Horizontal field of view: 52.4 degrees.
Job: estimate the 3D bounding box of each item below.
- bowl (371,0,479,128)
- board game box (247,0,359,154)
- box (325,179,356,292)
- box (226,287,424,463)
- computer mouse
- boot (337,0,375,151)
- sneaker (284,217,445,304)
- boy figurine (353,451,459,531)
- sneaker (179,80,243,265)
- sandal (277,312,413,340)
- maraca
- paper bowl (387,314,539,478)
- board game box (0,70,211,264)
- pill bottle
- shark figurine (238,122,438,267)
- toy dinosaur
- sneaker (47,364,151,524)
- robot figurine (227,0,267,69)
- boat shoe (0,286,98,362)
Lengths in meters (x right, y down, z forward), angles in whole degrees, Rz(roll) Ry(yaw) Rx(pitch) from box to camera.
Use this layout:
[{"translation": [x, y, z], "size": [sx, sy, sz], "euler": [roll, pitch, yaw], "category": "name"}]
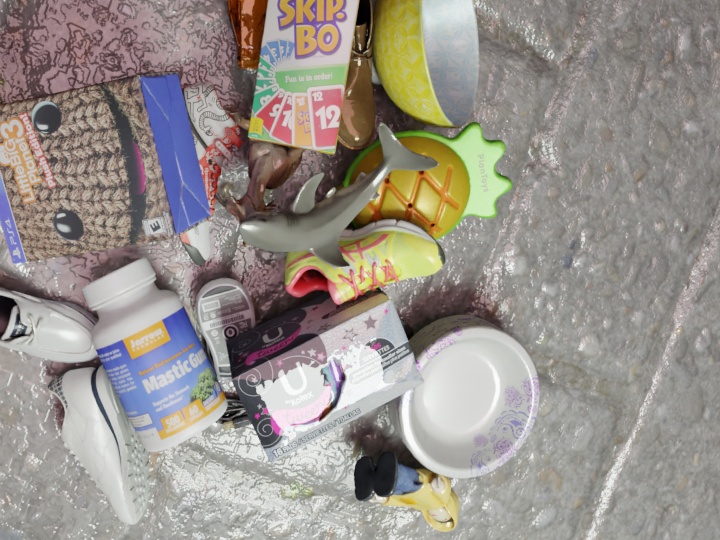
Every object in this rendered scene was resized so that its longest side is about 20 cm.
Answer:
[{"translation": [0.062, -0.269, 0.866], "size": [0.105, 0.199, 0.206], "euler": [1, 104, 27], "category": "bowl"}, {"translation": [-0.056, -0.232, 0.760], "size": [0.093, 0.030, 0.206], "euler": [9, 93, -5], "category": "board game box"}, {"translation": [-0.005, -0.074, 0.925], "size": [0.075, 0.050, 0.201], "euler": [42, 86, -19], "category": "box"}, {"translation": [-0.046, 0.106, 0.856], "size": [0.197, 0.132, 0.117], "euler": [-26, 107, -7], "category": "box"}, {"translation": [-0.154, 0.100, 0.920], "size": [0.107, 0.044, 0.205], "euler": [-13, 109, -9], "category": "computer mouse"}, {"translation": [-0.014, -0.236, 0.812], "size": [0.072, 0.075, 0.205], "euler": [-14, 100, -26], "category": "boot"}, {"translation": [0.000, 0.000, 0.823], "size": [0.079, 0.195, 0.092], "euler": [60, 37, -46], "category": "sneaker"}, {"translation": [0.069, 0.303, 0.992], "size": [0.122, 0.066, 0.199], "euler": [-19, 141, 29], "category": "boy figurine"}, {"translation": [-0.181, -0.116, 0.857], "size": [0.106, 0.067, 0.206], "euler": [-19, 102, -9], "category": "sneaker"}, {"translation": [-0.020, 0.096, 0.953], "size": [0.195, 0.048, 0.077], "euler": [2, 100, -17], "category": "sandal"}, {"translation": [0.076, -0.098, 0.850], "size": [0.195, 0.108, 0.140], "euler": [-14, 117, 7], "category": "maraca"}, {"translation": [0.130, 0.162, 0.980], "size": [0.195, 0.104, 0.206], "euler": [-3, 102, -15], "category": "paper bowl"}, {"translation": [-0.280, -0.109, 0.773], "size": [0.195, 0.097, 0.164], "euler": [-8, 104, 14], "category": "board game box"}, {"translation": [-0.242, 0.094, 0.850], "size": [0.110, 0.112, 0.204], "euler": [-25, 99, -10], "category": "pill bottle"}, {"translation": [-0.020, -0.053, 0.780], "size": [0.212, 0.129, 0.090], "euler": [-31, 70, -13], "category": "shark figurine"}, {"translation": [-0.106, -0.120, 0.853], "size": [0.084, 0.200, 0.138], "euler": [22, 118, 11], "category": "toy dinosaur"}, {"translation": [-0.312, 0.214, 0.886], "size": [0.078, 0.076, 0.205], "euler": [-13, 99, -1], "category": "sneaker"}, {"translation": [-0.096, -0.338, 0.845], "size": [0.141, 0.058, 0.206], "euler": [-1, 101, -16], "category": "robot figurine"}, {"translation": [-0.388, 0.062, 0.831], "size": [0.196, 0.065, 0.075], "euler": [19, 94, -19], "category": "boat shoe"}]
